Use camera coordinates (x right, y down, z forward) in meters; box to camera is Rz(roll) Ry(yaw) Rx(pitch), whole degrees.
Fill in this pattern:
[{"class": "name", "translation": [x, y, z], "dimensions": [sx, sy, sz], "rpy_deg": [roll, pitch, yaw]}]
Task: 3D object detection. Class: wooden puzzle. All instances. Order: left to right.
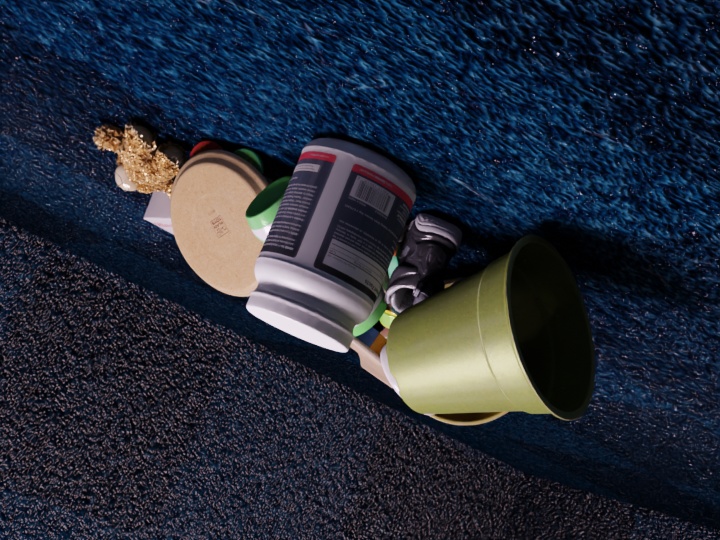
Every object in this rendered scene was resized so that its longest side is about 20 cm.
[{"class": "wooden puzzle", "translation": [-0.030, 0.071, 1.541], "dimensions": [0.200, 0.046, 0.185], "rpy_deg": [44, 173, -15]}]

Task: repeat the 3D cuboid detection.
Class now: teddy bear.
[{"class": "teddy bear", "translation": [-0.305, -0.150, 1.522], "dimensions": [0.144, 0.068, 0.198], "rpy_deg": [34, 164, -34]}]

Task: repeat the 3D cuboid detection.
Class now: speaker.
[{"class": "speaker", "translation": [-0.051, -0.014, 1.314], "dimensions": [0.201, 0.089, 0.088], "rpy_deg": [51, 157, -23]}]

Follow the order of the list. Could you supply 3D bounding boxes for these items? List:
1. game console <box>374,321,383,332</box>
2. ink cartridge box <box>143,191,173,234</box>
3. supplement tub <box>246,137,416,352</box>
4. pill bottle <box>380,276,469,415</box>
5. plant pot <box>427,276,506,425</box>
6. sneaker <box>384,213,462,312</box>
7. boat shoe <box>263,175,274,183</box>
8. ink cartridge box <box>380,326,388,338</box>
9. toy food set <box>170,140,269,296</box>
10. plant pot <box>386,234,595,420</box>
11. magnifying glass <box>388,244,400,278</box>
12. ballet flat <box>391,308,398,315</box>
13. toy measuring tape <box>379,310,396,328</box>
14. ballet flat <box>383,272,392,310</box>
[{"class": "game console", "translation": [-0.063, 0.051, 1.867], "dimensions": [0.198, 0.178, 0.116], "rpy_deg": [26, 140, -18]}, {"class": "ink cartridge box", "translation": [-0.210, -0.072, 1.649], "dimensions": [0.198, 0.086, 0.145], "rpy_deg": [29, 167, -31]}, {"class": "supplement tub", "translation": [-0.032, -0.028, 1.193], "dimensions": [0.138, 0.203, 0.140], "rpy_deg": [22, 169, 4]}, {"class": "pill bottle", "translation": [0.128, 0.080, 1.368], "dimensions": [0.111, 0.200, 0.112], "rpy_deg": [40, -159, -19]}, {"class": "plant pot", "translation": [0.144, 0.092, 1.514], "dimensions": [0.197, 0.203, 0.142], "rpy_deg": [23, -164, -4]}, {"class": "sneaker", "translation": [0.069, 0.003, 1.362], "dimensions": [0.074, 0.116, 0.200], "rpy_deg": [22, 169, 0]}, {"class": "boat shoe", "translation": [-0.120, -0.076, 1.505], "dimensions": [0.066, 0.071, 0.200], "rpy_deg": [25, 171, 34]}, {"class": "ink cartridge box", "translation": [0.139, 0.128, 1.773], "dimensions": [0.197, 0.116, 0.069], "rpy_deg": [17, 127, 32]}, {"class": "toy food set", "translation": [-0.168, -0.065, 1.401], "dimensions": [0.198, 0.048, 0.200], "rpy_deg": [49, 129, 8]}, {"class": "plant pot", "translation": [0.136, 0.083, 1.222], "dimensions": [0.188, 0.203, 0.199], "rpy_deg": [-17, 146, 35]}, {"class": "magnifying glass", "translation": [0.045, -0.017, 1.453], "dimensions": [0.022, 0.081, 0.201], "rpy_deg": [1, 151, 16]}, {"class": "ballet flat", "translation": [0.133, 0.066, 1.673], "dimensions": [0.197, 0.073, 0.072], "rpy_deg": [22, 169, 13]}, {"class": "toy measuring tape", "translation": [0.092, 0.076, 1.744], "dimensions": [0.197, 0.075, 0.074], "rpy_deg": [22, 170, 25]}, {"class": "ballet flat", "translation": [0.018, -0.005, 1.465], "dimensions": [0.067, 0.063, 0.200], "rpy_deg": [32, 167, 24]}]
